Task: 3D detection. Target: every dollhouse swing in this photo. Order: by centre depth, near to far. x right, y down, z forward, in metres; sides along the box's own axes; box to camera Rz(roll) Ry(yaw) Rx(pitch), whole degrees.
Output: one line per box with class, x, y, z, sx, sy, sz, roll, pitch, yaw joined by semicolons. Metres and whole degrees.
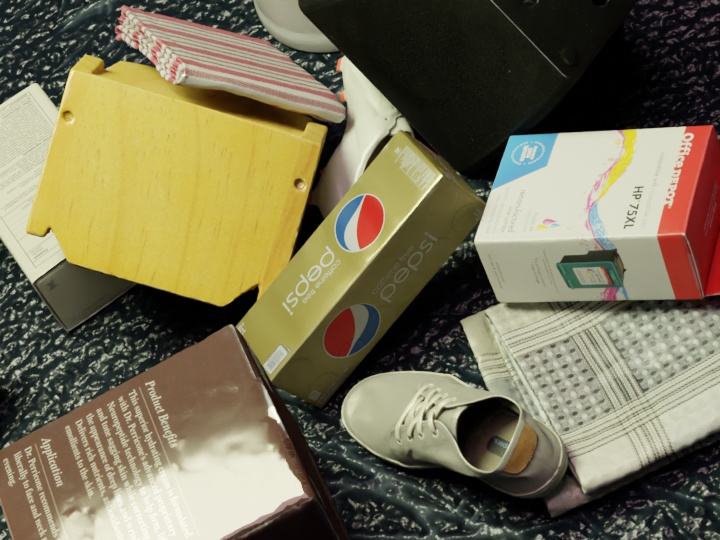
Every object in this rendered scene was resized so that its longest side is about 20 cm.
dollhouse swing;-0.140;-0.071;1.610;0.198;0.176;0.184;16;86;-2

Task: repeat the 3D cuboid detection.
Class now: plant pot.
plant pot;0.108;-0.220;1.535;0.200;0.200;0.177;-51;15;-20

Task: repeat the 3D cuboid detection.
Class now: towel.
towel;0.184;0.061;1.444;0.199;0.035;0.193;-26;49;2
towel;-0.108;-0.163;1.641;0.200;0.145;0.030;45;121;60

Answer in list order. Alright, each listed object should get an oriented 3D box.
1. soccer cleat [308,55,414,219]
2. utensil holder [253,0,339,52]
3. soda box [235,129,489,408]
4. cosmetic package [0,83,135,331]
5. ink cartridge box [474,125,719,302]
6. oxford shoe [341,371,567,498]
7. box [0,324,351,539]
soccer cleat;0.017;-0.121;1.623;0.077;0.069;0.202;-10;56;40
utensil holder;-0.041;-0.313;1.709;0.168;0.201;0.171;-11;50;14
soda box;0.000;0.000;1.498;0.200;0.068;0.064;-49;49;9
cosmetic package;-0.256;-0.055;1.681;0.103;0.073;0.200;-34;50;-7
ink cartridge box;0.194;-0.041;1.465;0.198;0.068;0.117;-2;45;25
oxford shoe;0.058;0.107;1.429;0.199;0.058;0.076;16;75;45
box;-0.120;0.181;1.387;0.199;0.165;0.167;-27;48;-1
